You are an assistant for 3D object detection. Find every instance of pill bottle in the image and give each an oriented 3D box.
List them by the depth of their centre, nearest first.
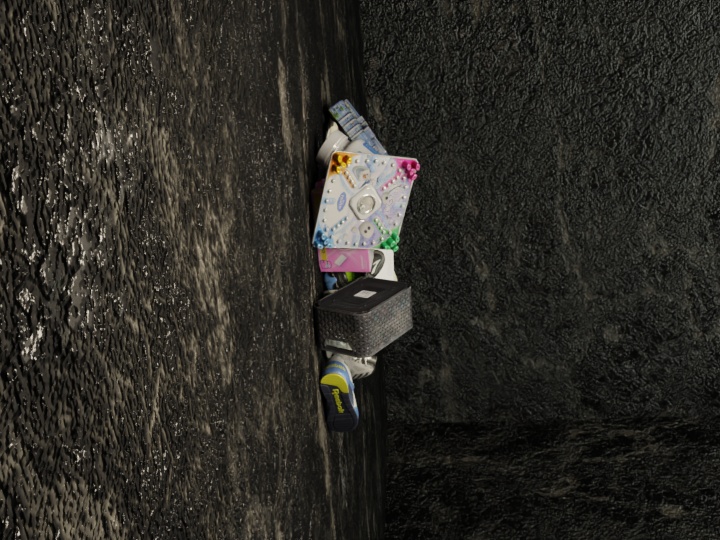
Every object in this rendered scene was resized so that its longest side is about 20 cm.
[{"bbox_3d":[0.005,-0.213,1.653,0.113,0.199,0.112,-51,175,-6],"label":"pill bottle"}]

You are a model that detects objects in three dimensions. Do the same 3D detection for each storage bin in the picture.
[{"bbox_3d":[0.009,0.092,1.570,0.199,0.133,0.096,-28,119,-51],"label":"storage bin"}]

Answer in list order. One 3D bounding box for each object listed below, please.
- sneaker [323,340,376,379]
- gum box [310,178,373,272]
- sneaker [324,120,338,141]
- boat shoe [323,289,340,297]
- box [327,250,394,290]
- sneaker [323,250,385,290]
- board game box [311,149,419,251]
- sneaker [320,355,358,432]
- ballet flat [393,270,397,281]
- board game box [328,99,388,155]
[{"bbox_3d":[-0.022,0.170,1.689,0.203,0.113,0.077,83,7,-47],"label":"sneaker"},{"bbox_3d":[-0.036,-0.098,1.615,0.067,0.111,0.204,-76,164,-56],"label":"gum box"},{"bbox_3d":[-0.036,-0.283,1.879,0.071,0.091,0.202,-88,174,-46],"label":"sneaker"},{"bbox_3d":[-0.046,0.082,1.712,0.200,0.071,0.063,96,-7,-78],"label":"boat shoe"},{"bbox_3d":[0.003,0.003,1.837,0.197,0.036,0.148,12,70,-40],"label":"box"},{"bbox_3d":[0.000,0.000,1.751,0.198,0.082,0.072,-25,94,-50],"label":"sneaker"},{"bbox_3d":[0.013,-0.133,1.532,0.026,0.196,0.204,47,-51,52],"label":"board game box"},{"bbox_3d":[-0.043,0.270,1.648,0.083,0.072,0.203,-90,177,-51],"label":"sneaker"},{"bbox_3d":[0.052,-0.002,1.973,0.203,0.063,0.067,64,17,6],"label":"ballet flat"},{"bbox_3d":[0.005,-0.328,1.902,0.201,0.061,0.200,52,3,-5],"label":"board game box"}]
